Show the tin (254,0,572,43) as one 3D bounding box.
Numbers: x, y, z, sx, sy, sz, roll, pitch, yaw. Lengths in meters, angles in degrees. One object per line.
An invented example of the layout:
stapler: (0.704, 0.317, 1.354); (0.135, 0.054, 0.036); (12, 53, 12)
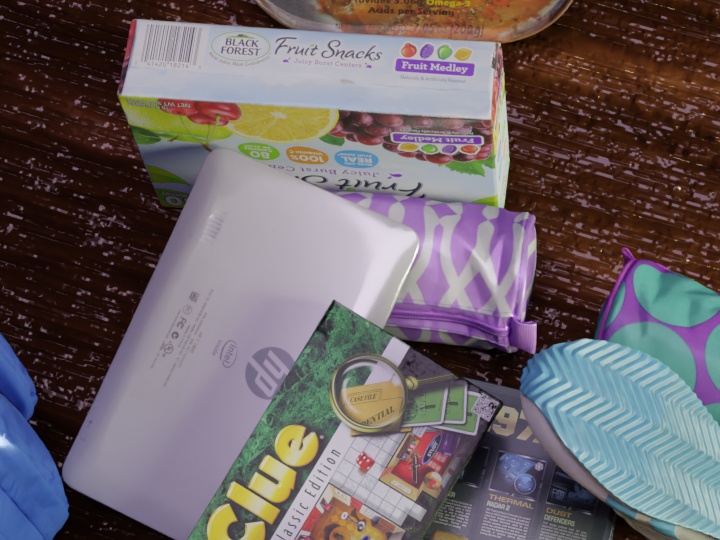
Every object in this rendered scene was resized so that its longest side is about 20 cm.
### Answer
tin: (0.029, -0.188, 1.264); (0.200, 0.112, 0.042); (3, 45, 6)

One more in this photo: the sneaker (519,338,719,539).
sneaker: (0.148, 0.101, 1.105); (0.200, 0.081, 0.077); (34, 67, -27)

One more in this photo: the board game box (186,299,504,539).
board game box: (-0.022, 0.126, 1.123); (0.105, 0.023, 0.200); (30, 87, 9)

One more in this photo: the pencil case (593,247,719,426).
pencil case: (0.221, 0.057, 1.163); (0.200, 0.085, 0.093); (17, 71, 12)

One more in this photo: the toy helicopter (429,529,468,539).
toy helicopter: (0.023, 0.227, 1.066); (0.079, 0.132, 0.200); (11, 92, 10)

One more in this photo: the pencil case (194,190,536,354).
pencil case: (0.000, 0.000, 1.206); (0.200, 0.084, 0.086); (3, 35, 8)

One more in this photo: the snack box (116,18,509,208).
snack box: (-0.021, -0.078, 1.208); (0.200, 0.142, 0.053); (5, 68, 8)

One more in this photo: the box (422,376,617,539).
box: (0.033, 0.133, 1.169); (0.200, 0.051, 0.158); (12, 71, 10)

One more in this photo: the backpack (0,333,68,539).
backpack: (-0.248, 0.088, 1.135); (0.200, 0.163, 0.168); (28, 74, 30)

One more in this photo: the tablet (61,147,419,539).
tablet: (-0.064, 0.047, 1.159); (0.130, 0.014, 0.200); (24, 87, 16)
